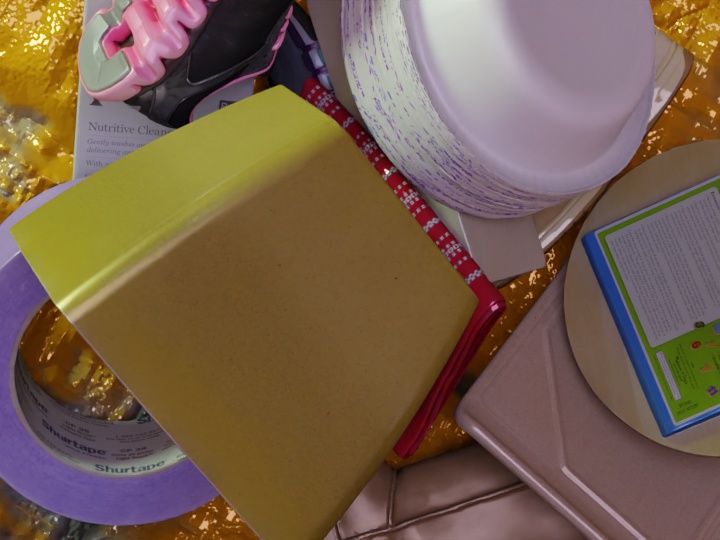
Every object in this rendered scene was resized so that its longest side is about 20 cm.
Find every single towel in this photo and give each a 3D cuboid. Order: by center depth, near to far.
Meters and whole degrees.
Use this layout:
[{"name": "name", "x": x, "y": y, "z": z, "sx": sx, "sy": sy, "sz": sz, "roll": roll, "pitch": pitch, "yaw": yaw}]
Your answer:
[{"name": "towel", "x": 0.000, "y": 0.000, "z": 1.521, "sx": 0.022, "sy": 0.145, "sz": 0.200, "roll": -15, "pitch": 56, "yaw": -42}]

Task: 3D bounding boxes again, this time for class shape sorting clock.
[{"name": "shape sorting clock", "x": 0.225, "y": 0.017, "z": 1.543, "sx": 0.198, "sy": 0.039, "sz": 0.202, "roll": -4, "pitch": 76, "yaw": 15}]

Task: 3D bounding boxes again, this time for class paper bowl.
[{"name": "paper bowl", "x": 0.095, "y": -0.139, "z": 1.473, "sx": 0.200, "sy": 0.104, "sz": 0.202, "roll": 13, "pitch": 68, "yaw": -35}]

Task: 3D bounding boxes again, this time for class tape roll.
[{"name": "tape roll", "x": -0.145, "y": 0.048, "z": 1.523, "sx": 0.198, "sy": 0.085, "sz": 0.202, "roll": -3, "pitch": 110, "yaw": -7}]

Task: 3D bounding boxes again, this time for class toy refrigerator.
[{"name": "toy refrigerator", "x": 0.038, "y": -0.083, "z": 1.532, "sx": 0.070, "sy": 0.076, "sz": 0.202, "roll": -19, "pitch": 88, "yaw": 39}]

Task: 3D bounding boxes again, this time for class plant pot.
[{"name": "plant pot", "x": -0.055, "y": 0.011, "z": 1.384, "sx": 0.176, "sy": 0.200, "sz": 0.200, "roll": -42, "pitch": 110, "yaw": -3}]

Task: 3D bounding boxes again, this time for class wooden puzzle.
[{"name": "wooden puzzle", "x": 0.171, "y": 0.090, "z": 1.577, "sx": 0.185, "sy": 0.037, "sz": 0.200, "roll": 41, "pitch": 56, "yaw": -2}]

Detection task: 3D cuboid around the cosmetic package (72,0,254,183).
[{"name": "cosmetic package", "x": -0.116, "y": -0.150, "z": 1.531, "sx": 0.112, "sy": 0.081, "sz": 0.201, "roll": 3, "pitch": 117, "yaw": -5}]

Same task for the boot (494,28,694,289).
[{"name": "boot", "x": 0.099, "y": -0.105, "z": 1.593, "sx": 0.155, "sy": 0.073, "sz": 0.200, "roll": 38, "pitch": 83, "yaw": -3}]

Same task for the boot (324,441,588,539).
[{"name": "boot", "x": 0.057, "y": 0.121, "z": 1.588, "sx": 0.198, "sy": 0.066, "sz": 0.177, "roll": -14, "pitch": 92, "yaw": -9}]

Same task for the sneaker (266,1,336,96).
[{"name": "sneaker", "x": -0.033, "y": -0.081, "z": 1.582, "sx": 0.087, "sy": 0.074, "sz": 0.201, "roll": -32, "pitch": 91, "yaw": -1}]

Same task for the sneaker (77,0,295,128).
[{"name": "sneaker", "x": -0.069, "y": -0.157, "z": 1.457, "sx": 0.200, "sy": 0.079, "sz": 0.095, "roll": -38, "pitch": 135, "yaw": 15}]
